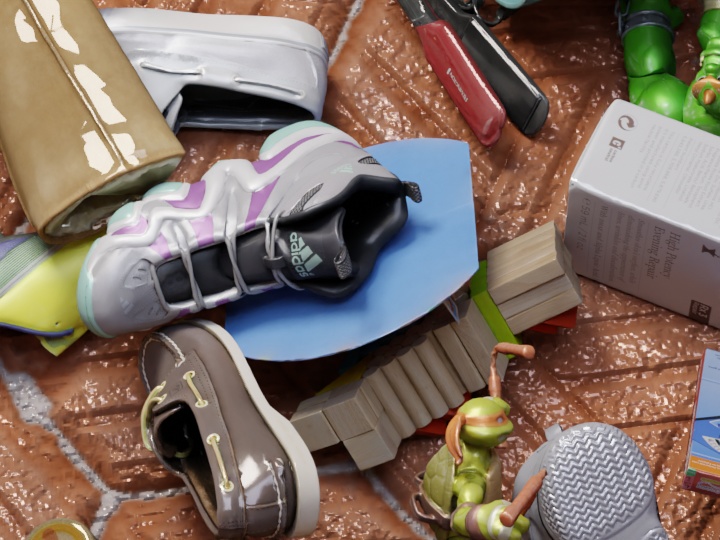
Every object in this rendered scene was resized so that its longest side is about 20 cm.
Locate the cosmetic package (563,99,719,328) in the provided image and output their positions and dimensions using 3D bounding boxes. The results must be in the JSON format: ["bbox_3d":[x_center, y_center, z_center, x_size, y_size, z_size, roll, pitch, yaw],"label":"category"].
[{"bbox_3d":[0.224,-0.016,1.739,0.200,0.102,0.074,22,63,14],"label":"cosmetic package"}]

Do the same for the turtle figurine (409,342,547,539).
[{"bbox_3d":[0.058,0.136,1.600,0.064,0.162,0.200,5,24,-4],"label":"turtle figurine"}]

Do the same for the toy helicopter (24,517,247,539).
[{"bbox_3d":[-0.109,0.199,1.644,0.200,0.079,0.132,22,71,24],"label":"toy helicopter"}]

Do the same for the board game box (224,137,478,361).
[{"bbox_3d":[0.000,0.000,1.742,0.158,0.039,0.200,-19,33,12],"label":"board game box"}]

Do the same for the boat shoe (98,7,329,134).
[{"bbox_3d":[-0.119,-0.113,1.820,0.199,0.072,0.069,3,60,-9],"label":"boat shoe"}]

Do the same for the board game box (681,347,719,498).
[{"bbox_3d":[0.284,0.107,1.662,0.200,0.019,0.103,15,40,2],"label":"board game box"}]

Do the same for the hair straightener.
[{"bbox_3d":[0.062,-0.160,1.867,0.077,0.041,0.200,-14,53,-32],"label":"hair straightener"}]

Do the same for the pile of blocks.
[{"bbox_3d":[0.051,0.053,1.732,0.200,0.082,0.062,-34,110,-9],"label":"pile of blocks"}]

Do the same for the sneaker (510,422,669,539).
[{"bbox_3d":[0.137,0.178,1.645,0.075,0.115,0.200,-14,95,-7],"label":"sneaker"}]

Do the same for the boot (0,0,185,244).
[{"bbox_3d":[-0.151,-0.136,1.752,0.175,0.066,0.200,-33,62,6],"label":"boot"}]

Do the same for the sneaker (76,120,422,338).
[{"bbox_3d":[-0.055,-0.012,1.680,0.200,0.078,0.140,-35,34,-20],"label":"sneaker"}]

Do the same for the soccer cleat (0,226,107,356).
[{"bbox_3d":[-0.167,0.006,1.759,0.200,0.065,0.084,-11,85,-10],"label":"soccer cleat"}]

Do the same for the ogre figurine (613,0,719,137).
[{"bbox_3d":[0.242,-0.126,1.801,0.200,0.098,0.120,12,67,13],"label":"ogre figurine"}]

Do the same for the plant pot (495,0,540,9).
[{"bbox_3d":[0.149,-0.274,1.813,0.161,0.201,0.201,-12,61,-12],"label":"plant pot"}]

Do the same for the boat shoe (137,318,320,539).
[{"bbox_3d":[-0.088,0.088,1.661,0.059,0.072,0.200,-8,32,-24],"label":"boat shoe"}]
